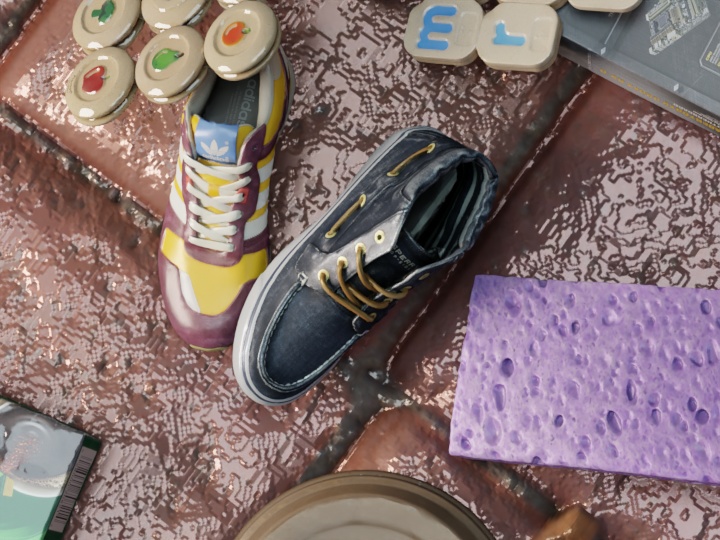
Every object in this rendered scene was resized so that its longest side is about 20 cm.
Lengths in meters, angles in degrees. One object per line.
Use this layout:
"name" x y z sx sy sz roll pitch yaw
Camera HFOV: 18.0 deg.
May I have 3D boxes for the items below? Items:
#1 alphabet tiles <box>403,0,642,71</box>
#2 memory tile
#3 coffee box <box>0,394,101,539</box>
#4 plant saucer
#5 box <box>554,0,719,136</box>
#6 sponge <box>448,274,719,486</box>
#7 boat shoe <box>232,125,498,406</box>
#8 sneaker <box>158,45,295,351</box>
"alphabet tiles" 0.092 -0.219 1.401 0.194 0.015 0.201 6 74 24
"memory tile" -0.112 -0.189 1.396 0.152 0.017 0.201 -14 56 24
"coffee box" -0.253 0.172 1.396 0.122 0.044 0.201 22 84 10
"plant saucer" 0.001 0.220 1.364 0.198 0.029 0.202 -1 80 7
"box" 0.227 -0.193 1.390 0.158 0.048 0.201 27 85 12
"sponge" 0.150 0.064 1.332 0.199 0.030 0.112 4 80 30
"boat shoe" 0.000 0.000 1.357 0.071 0.091 0.201 37 86 -22
"sneaker" -0.087 -0.053 1.387 0.074 0.090 0.202 5 81 8
